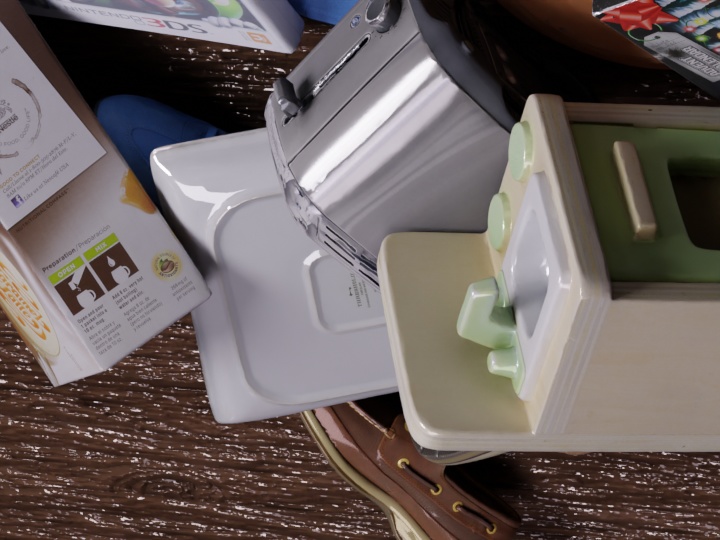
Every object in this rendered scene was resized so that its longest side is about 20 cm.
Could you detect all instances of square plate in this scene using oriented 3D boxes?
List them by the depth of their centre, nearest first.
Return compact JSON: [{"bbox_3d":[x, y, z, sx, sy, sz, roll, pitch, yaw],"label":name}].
[{"bbox_3d":[0.000,0.000,1.506,0.198,0.028,0.200,-10,129,1],"label":"square plate"}]

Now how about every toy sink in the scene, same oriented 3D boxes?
[{"bbox_3d":[0.120,0.000,1.281,0.200,0.130,0.112,2,136,-12],"label":"toy sink"}]

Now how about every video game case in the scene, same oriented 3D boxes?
[{"bbox_3d":[-0.145,-0.170,1.379,0.182,0.023,0.200,10,162,25],"label":"video game case"}]

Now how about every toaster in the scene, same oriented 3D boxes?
[{"bbox_3d":[0.046,-0.056,1.383,0.129,0.114,0.200,-38,129,20],"label":"toaster"}]

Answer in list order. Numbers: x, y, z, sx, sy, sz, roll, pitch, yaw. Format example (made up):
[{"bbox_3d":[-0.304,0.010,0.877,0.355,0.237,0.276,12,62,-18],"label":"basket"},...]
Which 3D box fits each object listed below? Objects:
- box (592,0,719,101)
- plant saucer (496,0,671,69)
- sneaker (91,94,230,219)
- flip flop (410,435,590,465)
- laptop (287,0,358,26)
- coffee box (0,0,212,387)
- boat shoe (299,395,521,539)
[{"bbox_3d":[0.220,-0.113,1.278,0.137,0.040,0.200,-17,149,39],"label":"box"},{"bbox_3d":[0.132,-0.167,1.315,0.200,0.032,0.200,13,142,11],"label":"plant saucer"},{"bbox_3d":[-0.055,-0.049,1.529,0.200,0.066,0.078,33,135,-18],"label":"sneaker"},{"bbox_3d":[0.116,0.077,1.597,0.200,0.081,0.058,-16,150,39],"label":"flip flop"},{"bbox_3d":[-0.088,-0.184,1.330,0.187,0.200,0.116,16,103,6],"label":"laptop"},{"bbox_3d":[-0.179,-0.043,1.490,0.200,0.080,0.114,57,159,-6],"label":"coffee box"},{"bbox_3d":[0.023,0.107,1.689,0.068,0.072,0.200,-36,112,11],"label":"boat shoe"}]
